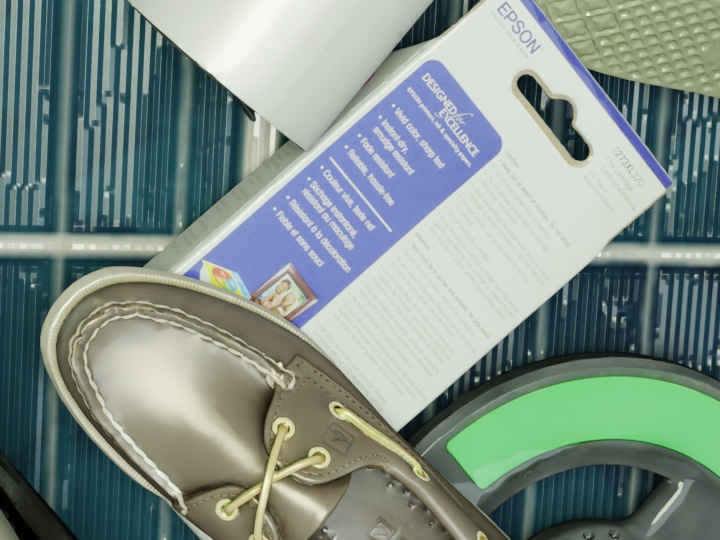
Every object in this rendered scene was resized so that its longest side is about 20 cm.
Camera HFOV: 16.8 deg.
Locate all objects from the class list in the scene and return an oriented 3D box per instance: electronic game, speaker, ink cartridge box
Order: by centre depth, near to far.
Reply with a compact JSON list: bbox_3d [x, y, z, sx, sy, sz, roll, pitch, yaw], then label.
[{"bbox_3d":[0.015,-0.136,0.767,0.081,0.081,0.200,38,94,-19],"label":"speaker"},{"bbox_3d":[0.000,0.000,0.814,0.200,0.037,0.095,-40,108,1],"label":"ink cartridge box"},{"bbox_3d":[0.081,0.128,0.866,0.198,0.042,0.202,-3,100,-16],"label":"electronic game"}]

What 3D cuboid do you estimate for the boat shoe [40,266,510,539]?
[{"bbox_3d":[-0.016,0.072,0.779,0.200,0.060,0.072,41,93,-19],"label":"boat shoe"}]

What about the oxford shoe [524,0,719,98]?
[{"bbox_3d":[0.146,-0.086,0.840,0.199,0.058,0.075,16,140,-21],"label":"oxford shoe"}]

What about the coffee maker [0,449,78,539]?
[{"bbox_3d":[-0.132,0.100,0.743,0.134,0.193,0.201,-24,129,10],"label":"coffee maker"}]
